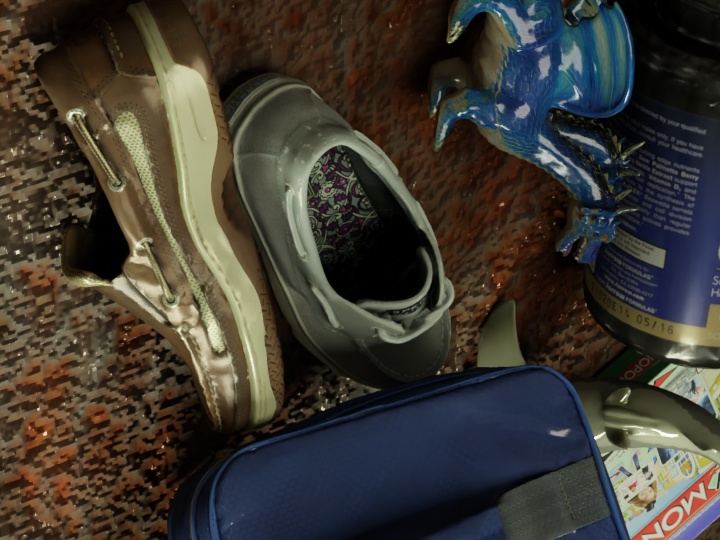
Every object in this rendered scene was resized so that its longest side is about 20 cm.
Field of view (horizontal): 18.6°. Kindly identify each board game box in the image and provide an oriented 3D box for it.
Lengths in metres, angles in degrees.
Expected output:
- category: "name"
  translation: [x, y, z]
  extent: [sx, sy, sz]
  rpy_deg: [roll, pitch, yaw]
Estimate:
- category: "board game box"
  translation: [0.121, 0.127, 1.171]
  extent: [0.200, 0.029, 0.135]
  rpy_deg: [-40, 135, -12]

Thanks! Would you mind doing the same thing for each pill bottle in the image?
- category: "pill bottle"
  translation: [0.168, -0.065, 1.022]
  extent: [0.112, 0.112, 0.200]
  rpy_deg: [-17, 127, -31]

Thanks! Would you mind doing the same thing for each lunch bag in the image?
- category: "lunch bag"
  translation: [0.011, 0.123, 0.955]
  extent: [0.200, 0.136, 0.132]
  rpy_deg: [-18, 173, -19]

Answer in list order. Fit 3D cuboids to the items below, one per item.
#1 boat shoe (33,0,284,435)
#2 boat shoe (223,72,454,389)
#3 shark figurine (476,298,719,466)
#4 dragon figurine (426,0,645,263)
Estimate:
- category: "boat shoe"
  translation: [-0.085, -0.013, 0.886]
  extent: [0.075, 0.075, 0.203]
  rpy_deg: [-20, 123, -12]
- category: "boat shoe"
  translation: [0.000, -0.001, 0.953]
  extent: [0.070, 0.071, 0.201]
  rpy_deg: [-43, 138, -10]
- category: "shark figurine"
  translation: [0.132, 0.084, 1.069]
  extent: [0.089, 0.214, 0.128]
  rpy_deg: [13, 82, -61]
- category: "dragon figurine"
  translation: [0.083, -0.098, 0.937]
  extent: [0.099, 0.059, 0.200]
  rpy_deg: [2, 121, -5]
